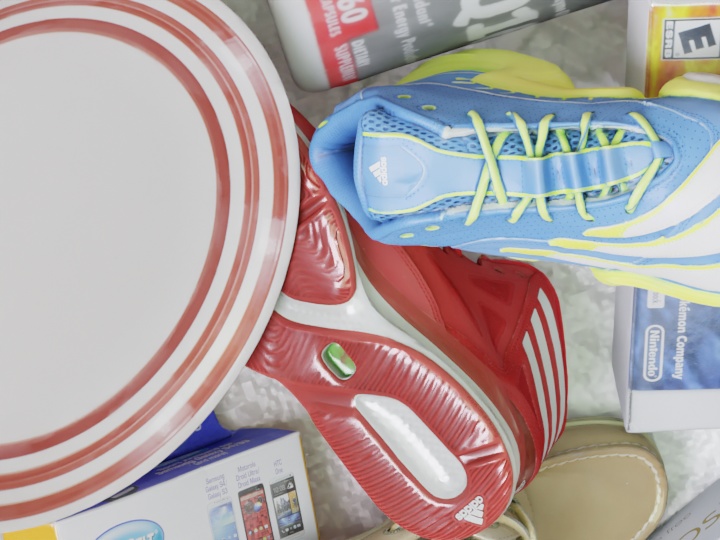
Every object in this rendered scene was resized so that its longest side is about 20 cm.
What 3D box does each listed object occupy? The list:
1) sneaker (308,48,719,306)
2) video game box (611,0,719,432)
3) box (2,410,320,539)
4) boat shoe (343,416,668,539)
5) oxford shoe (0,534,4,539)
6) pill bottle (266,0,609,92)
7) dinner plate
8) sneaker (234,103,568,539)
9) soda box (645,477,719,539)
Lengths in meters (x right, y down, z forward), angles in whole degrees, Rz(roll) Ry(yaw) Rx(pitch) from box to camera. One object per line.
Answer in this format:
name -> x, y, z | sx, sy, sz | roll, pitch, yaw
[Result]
sneaker -> 0.061, -0.024, 0.979 | 0.105, 0.199, 0.076 | -15, 108, -38
video game box -> 0.184, -0.030, 1.066 | 0.181, 0.047, 0.201 | -5, 131, -3
box -> -0.062, 0.148, 1.102 | 0.119, 0.041, 0.201 | -19, 104, -41
boat shoe -> 0.037, 0.112, 1.091 | 0.199, 0.065, 0.073 | -21, 102, -23
oxford shoe -> -0.154, 0.044, 1.066 | 0.058, 0.075, 0.200 | -36, 139, -11
pill bottle -> 0.056, -0.144, 1.055 | 0.199, 0.114, 0.115 | -17, 99, 1
dinner plate -> -0.106, -0.008, 0.976 | 0.199, 0.024, 0.201 | -17, 121, -30
sneaker -> 0.000, 0.000, 1.089 | 0.078, 0.115, 0.201 | -34, 88, 27
soda box -> 0.117, 0.144, 1.127 | 0.200, 0.064, 0.068 | -40, 99, 5
